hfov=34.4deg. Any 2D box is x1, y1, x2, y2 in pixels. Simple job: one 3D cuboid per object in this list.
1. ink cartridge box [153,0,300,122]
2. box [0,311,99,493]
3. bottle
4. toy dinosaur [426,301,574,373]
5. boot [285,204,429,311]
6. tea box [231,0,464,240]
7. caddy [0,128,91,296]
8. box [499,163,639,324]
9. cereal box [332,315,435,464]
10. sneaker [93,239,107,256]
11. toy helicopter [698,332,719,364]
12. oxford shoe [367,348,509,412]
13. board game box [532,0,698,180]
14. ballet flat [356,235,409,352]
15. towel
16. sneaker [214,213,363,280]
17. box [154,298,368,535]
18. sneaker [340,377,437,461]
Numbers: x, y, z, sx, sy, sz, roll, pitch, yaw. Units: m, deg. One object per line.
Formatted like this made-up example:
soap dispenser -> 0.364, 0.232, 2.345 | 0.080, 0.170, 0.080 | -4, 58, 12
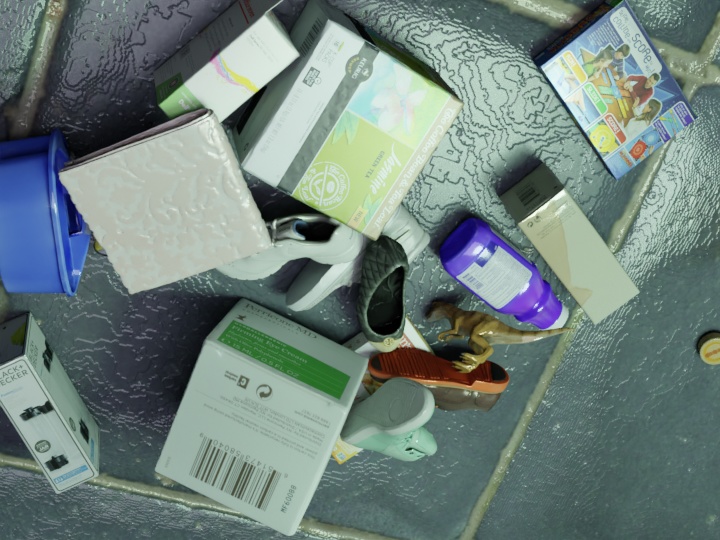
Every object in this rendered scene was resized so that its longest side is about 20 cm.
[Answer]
ink cartridge box -> -0.140, -0.249, 1.336 | 0.199, 0.117, 0.067 | -38, 119, 9
box -> -0.404, 0.168, 1.482 | 0.060, 0.117, 0.201 | -23, 117, 0
bottle -> 0.198, 0.014, 1.563 | 0.199, 0.065, 0.084 | 36, 109, -25
toy dinosaur -> 0.168, 0.083, 1.531 | 0.198, 0.107, 0.061 | 15, 153, 24
boot -> 0.000, 0.000, 1.511 | 0.200, 0.074, 0.095 | -43, 117, 13
tea box -> -0.019, -0.181, 1.386 | 0.196, 0.134, 0.201 | 26, 107, -23
caddy -> -0.367, -0.065, 1.364 | 0.104, 0.142, 0.202 | -4, 117, -6
box -> 0.278, -0.034, 1.543 | 0.078, 0.095, 0.200 | -37, 116, 8
cereal box -> 0.013, 0.161, 1.608 | 0.199, 0.040, 0.144 | -34, 117, 5
sneaker -> -0.243, -0.080, 1.430 | 0.199, 0.078, 0.091 | -24, 92, 6
toy helicopter -> 0.593, 0.111, 1.692 | 0.198, 0.079, 0.133 | 3, 122, 0
oxford shoe -> 0.100, 0.157, 1.567 | 0.198, 0.071, 0.073 | 10, 121, -14
board game box -> 0.328, -0.232, 1.490 | 0.135, 0.035, 0.200 | -37, 117, 6
ballet flat -> 0.030, 0.040, 1.484 | 0.066, 0.057, 0.201 | -15, 138, -11
towel -> -0.221, -0.075, 1.344 | 0.189, 0.032, 0.201 | -19, 130, 4
sneaker -> -0.099, -0.041, 1.441 | 0.198, 0.087, 0.075 | -12, 73, 10
box -> -0.122, 0.183, 1.485 | 0.198, 0.171, 0.201 | 25, 109, 2
sneaker -> 0.069, 0.200, 1.535 | 0.117, 0.074, 0.200 | 21, 154, -23
